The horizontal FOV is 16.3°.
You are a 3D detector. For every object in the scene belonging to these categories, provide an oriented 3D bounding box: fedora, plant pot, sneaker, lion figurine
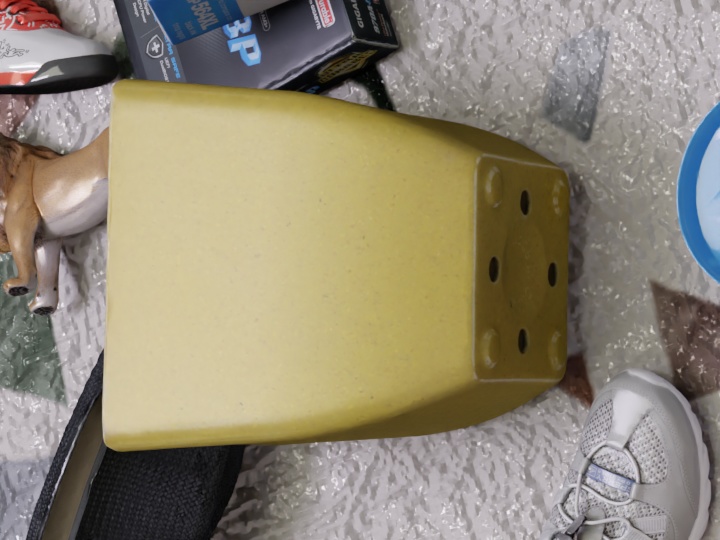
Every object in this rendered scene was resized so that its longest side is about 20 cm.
[{"bbox_3d":[-0.124,0.123,1.456,0.092,0.201,0.201,21,102,4],"label":"fedora"},{"bbox_3d":[0.000,0.000,1.335,0.200,0.195,0.194,0,87,30],"label":"plant pot"},{"bbox_3d":[0.123,0.149,1.296,0.075,0.082,0.200,15,97,36],"label":"sneaker"},{"bbox_3d":[-0.171,-0.050,1.541,0.200,0.072,0.123,-15,65,21],"label":"lion figurine"},{"bbox_3d":[-0.236,-0.165,1.587,0.201,0.067,0.108,0,90,39],"label":"sneaker"}]

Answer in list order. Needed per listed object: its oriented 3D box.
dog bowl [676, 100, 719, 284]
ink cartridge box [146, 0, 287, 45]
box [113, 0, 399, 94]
[{"bbox_3d":[0.249,-0.018,1.233,0.200,0.050,0.112,33,107,32],"label":"dog bowl"},{"bbox_3d":[-0.042,-0.233,1.384,0.200,0.084,0.146,-20,73,1],"label":"ink cartridge box"},{"bbox_3d":[-0.076,-0.186,1.482,0.159,0.046,0.200,-26,72,32],"label":"box"}]
